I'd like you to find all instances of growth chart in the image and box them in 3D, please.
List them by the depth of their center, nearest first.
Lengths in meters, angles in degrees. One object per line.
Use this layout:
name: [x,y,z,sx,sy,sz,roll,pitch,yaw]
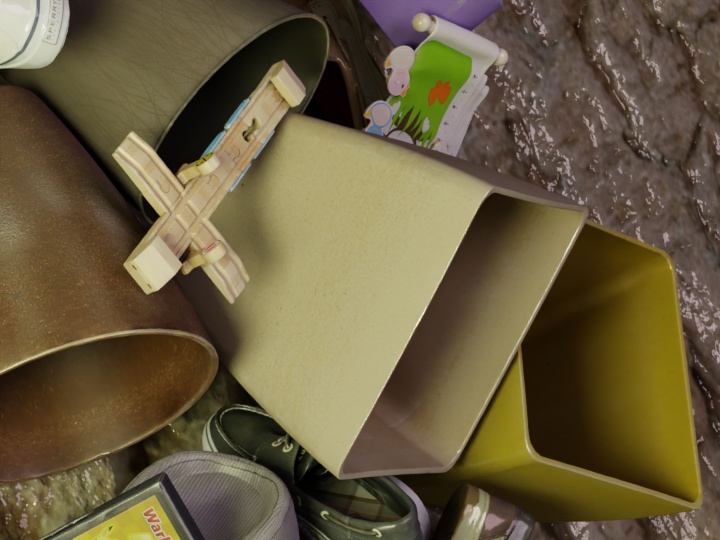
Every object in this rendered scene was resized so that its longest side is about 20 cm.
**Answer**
growth chart: [0.041,-0.091,1.849,0.144,0.018,0.201,1,115,-54]

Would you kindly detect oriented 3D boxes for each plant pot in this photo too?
plant pot: [-0.206,-0.002,1.512,0.186,0.187,0.201,5,55,-48]
plant pot: [0.000,0.000,1.612,0.177,0.200,0.200,32,9,22]
plant pot: [0.108,0.083,1.818,0.200,0.176,0.201,20,57,-44]

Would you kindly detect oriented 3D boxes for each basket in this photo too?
basket: [-0.151,-0.146,1.601,0.200,0.136,0.180,35,55,21]

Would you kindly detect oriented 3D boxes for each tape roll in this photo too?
tape roll: [0.013,-0.249,1.867,0.200,0.085,0.200,51,4,-4]

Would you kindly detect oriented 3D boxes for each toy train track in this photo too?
toy train track: [-0.077,-0.061,1.485,0.115,0.032,0.200,52,44,-20]

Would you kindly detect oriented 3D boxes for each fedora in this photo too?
fedora: [-0.102,0.180,1.518,0.200,0.176,0.091,-45,151,-45]

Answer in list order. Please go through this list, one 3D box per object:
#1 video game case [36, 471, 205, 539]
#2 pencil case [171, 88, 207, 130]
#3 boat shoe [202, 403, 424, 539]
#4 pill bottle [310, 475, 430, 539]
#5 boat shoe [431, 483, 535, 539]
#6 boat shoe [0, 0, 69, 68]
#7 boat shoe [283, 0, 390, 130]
video game case: [-0.141,0.243,1.449,0.201,0.180,0.026,60,9,-8]
pencil case: [-0.140,-0.162,1.723,0.090,0.094,0.201,-3,70,-11]
boat shoe: [-0.028,0.132,1.618,0.068,0.200,0.057,-28,135,-32]
pill bottle: [-0.027,0.220,1.641,0.111,0.111,0.200,54,40,-16]
boat shoe: [0.062,0.245,1.691,0.066,0.072,0.202,19,95,-4]
boat shoe: [-0.245,-0.152,1.512,0.067,0.200,0.074,16,77,-32]
boat shoe: [-0.037,-0.161,1.853,0.200,0.074,0.066,57,35,-11]
